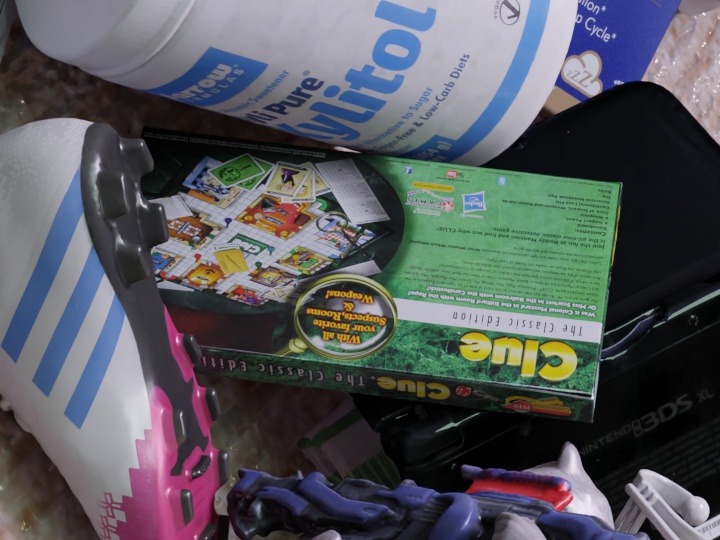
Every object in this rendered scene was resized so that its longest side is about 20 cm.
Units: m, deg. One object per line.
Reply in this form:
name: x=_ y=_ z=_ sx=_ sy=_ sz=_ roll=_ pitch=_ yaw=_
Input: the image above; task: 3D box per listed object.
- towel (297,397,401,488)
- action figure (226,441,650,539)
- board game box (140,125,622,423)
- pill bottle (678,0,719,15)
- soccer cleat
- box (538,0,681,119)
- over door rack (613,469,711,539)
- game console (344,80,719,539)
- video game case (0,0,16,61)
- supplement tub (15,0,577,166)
towel: x=0.089 y=0.106 z=1.059 sx=0.152 sy=0.023 sz=0.200 roll=-36 pitch=82 yaw=-17
action figure: x=0.019 y=0.141 z=0.922 sx=0.194 sy=0.199 sz=0.105 roll=-48 pitch=125 yaw=-23
board game box: x=0.000 y=0.000 z=1.005 sx=0.024 sy=0.198 sz=0.105 roll=88 pitch=12 yaw=-53
pill bottle: x=0.173 y=-0.248 z=1.333 sx=0.119 sy=0.119 sz=0.201 roll=-39 pitch=101 yaw=-48
soccer cleat: x=-0.105 y=0.039 z=0.952 sx=0.070 sy=0.086 sz=0.202 roll=-62 pitch=143 yaw=-66
box: x=0.117 y=-0.176 z=1.227 sx=0.121 sy=0.032 sz=0.201 roll=28 pitch=86 yaw=-35
over door rack: x=0.108 y=0.178 z=0.918 sx=0.066 sy=0.148 sz=0.200 roll=26 pitch=13 yaw=-16
game console: x=0.090 y=0.042 z=1.058 sx=0.199 sy=0.116 sz=0.177 roll=-26 pitch=110 yaw=-15
video game case: x=-0.177 y=-0.073 z=0.907 sx=0.144 sy=0.018 sz=0.201 roll=64 pitch=30 yaw=-51
supplement tub: x=-0.024 y=-0.122 z=1.012 sx=0.199 sy=0.132 sz=0.133 roll=13 pitch=63 yaw=-35
